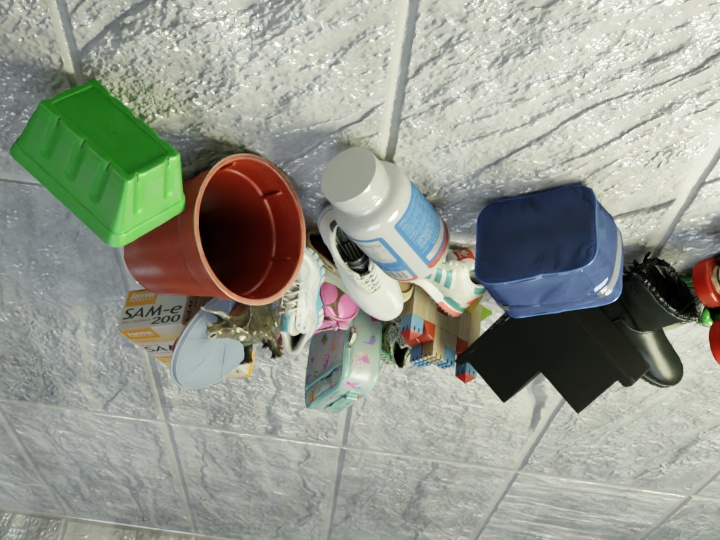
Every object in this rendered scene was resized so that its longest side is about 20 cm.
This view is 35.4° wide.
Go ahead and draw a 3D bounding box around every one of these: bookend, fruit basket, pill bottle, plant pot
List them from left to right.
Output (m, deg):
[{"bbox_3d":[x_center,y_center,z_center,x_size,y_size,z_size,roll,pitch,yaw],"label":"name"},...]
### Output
[{"bbox_3d":[-0.325,-0.112,1.431,0.215,0.155,0.217,22,129,30],"label":"fruit basket"},{"bbox_3d":[-0.213,-0.047,1.553,0.194,0.202,0.200,-6,151,42],"label":"plant pot"},{"bbox_3d":[0.032,-0.076,1.498,0.112,0.113,0.200,-8,148,27],"label":"pill bottle"},{"bbox_3d":[0.282,0.137,1.670,0.199,0.200,0.092,-48,166,30],"label":"bookend"}]

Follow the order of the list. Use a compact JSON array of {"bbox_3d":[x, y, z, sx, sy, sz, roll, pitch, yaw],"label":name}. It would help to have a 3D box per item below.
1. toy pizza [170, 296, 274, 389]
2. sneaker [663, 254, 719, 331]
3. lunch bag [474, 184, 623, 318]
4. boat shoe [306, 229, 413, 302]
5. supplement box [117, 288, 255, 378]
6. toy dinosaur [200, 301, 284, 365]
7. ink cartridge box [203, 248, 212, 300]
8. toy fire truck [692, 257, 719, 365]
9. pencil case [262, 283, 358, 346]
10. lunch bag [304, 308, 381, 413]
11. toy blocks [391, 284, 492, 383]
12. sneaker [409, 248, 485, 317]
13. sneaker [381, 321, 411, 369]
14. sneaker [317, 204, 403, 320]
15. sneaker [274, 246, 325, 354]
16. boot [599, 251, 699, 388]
[{"bbox_3d":[-0.207,0.090,1.671,0.032,0.200,0.200,39,164,25],"label":"toy pizza"},{"bbox_3d":[0.487,0.049,1.645,0.078,0.086,0.200,17,152,-18],"label":"sneaker"},{"bbox_3d":[0.250,-0.016,1.527,0.199,0.137,0.132,-9,148,29],"label":"lunch bag"},{"bbox_3d":[-0.005,-0.005,1.681,0.199,0.074,0.066,17,149,-16],"label":"boat shoe"},{"bbox_3d":[-0.268,0.102,1.773,0.125,0.074,0.200,-8,148,27],"label":"supplement box"},{"bbox_3d":[-0.146,0.072,1.608,0.077,0.103,0.200,-10,-169,19],"label":"toy dinosaur"},{"bbox_3d":[-0.218,0.015,1.766,0.144,0.085,0.200,9,151,-1],"label":"ink cartridge box"},{"bbox_3d":[0.544,0.042,1.517,0.167,0.201,0.112,-3,168,-46],"label":"toy fire truck"},{"bbox_3d":[-0.090,0.072,1.826,0.090,0.094,0.200,-6,167,-39],"label":"pencil case"},{"bbox_3d":[-0.032,0.151,1.893,0.077,0.161,0.200,16,152,-16],"label":"lunch bag"},{"bbox_3d":[0.118,0.094,1.771,0.199,0.137,0.100,28,146,-33],"label":"toy blocks"},{"bbox_3d":[0.114,-0.014,1.664,0.093,0.071,0.200,-38,125,21],"label":"sneaker"},{"bbox_3d":[0.058,0.129,1.906,0.076,0.089,0.200,10,153,-4],"label":"sneaker"},{"bbox_3d":[0.000,0.000,1.609,0.073,0.071,0.200,-33,115,5],"label":"sneaker"},{"bbox_3d":[-0.095,0.046,1.657,0.074,0.087,0.201,8,136,15],"label":"sneaker"},{"bbox_3d":[0.430,0.074,1.634,0.198,0.073,0.162,50,153,2],"label":"boot"}]
